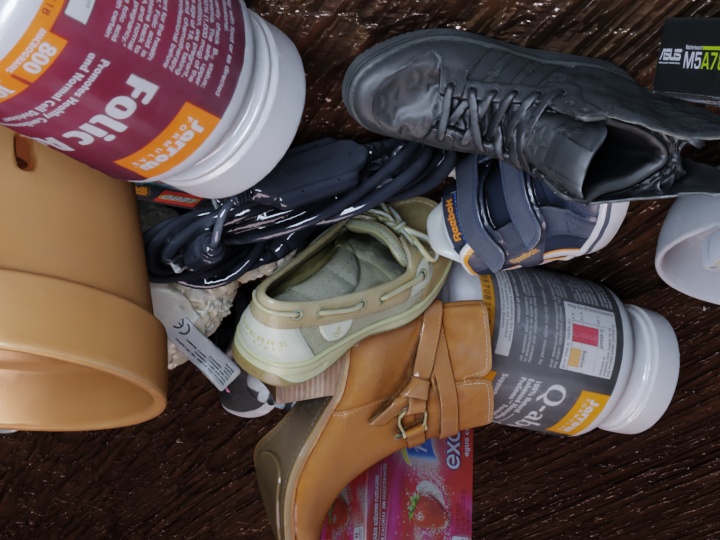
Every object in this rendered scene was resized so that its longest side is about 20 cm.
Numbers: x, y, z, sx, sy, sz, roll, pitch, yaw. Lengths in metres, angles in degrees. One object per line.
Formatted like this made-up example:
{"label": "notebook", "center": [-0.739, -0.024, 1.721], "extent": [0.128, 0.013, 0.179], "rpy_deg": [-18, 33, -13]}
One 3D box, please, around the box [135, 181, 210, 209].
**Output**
{"label": "box", "center": [-0.162, -0.086, 1.096], "extent": [0.199, 0.040, 0.137], "rpy_deg": [10, 163, -20]}

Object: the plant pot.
{"label": "plant pot", "center": [-0.196, -0.002, 1.042], "extent": [0.199, 0.141, 0.200], "rpy_deg": [4, 163, 1]}

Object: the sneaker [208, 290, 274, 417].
{"label": "sneaker", "center": [-0.098, 0.063, 1.553], "extent": [0.099, 0.071, 0.200], "rpy_deg": [15, 156, -22]}

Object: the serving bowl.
{"label": "serving bowl", "center": [0.277, -0.031, 1.168], "extent": [0.199, 0.066, 0.200], "rpy_deg": [3, 163, 1]}

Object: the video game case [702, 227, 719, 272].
{"label": "video game case", "center": [0.311, -0.020, 1.045], "extent": [0.199, 0.023, 0.182], "rpy_deg": [8, 163, -12]}

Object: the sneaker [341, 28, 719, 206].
{"label": "sneaker", "center": [0.096, -0.075, 0.997], "extent": [0.199, 0.060, 0.104], "rpy_deg": [3, -153, -15]}

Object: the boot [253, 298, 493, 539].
{"label": "boot", "center": [0.012, 0.109, 1.284], "extent": [0.154, 0.074, 0.201], "rpy_deg": [-8, 124, -17]}

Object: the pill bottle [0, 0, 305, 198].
{"label": "pill bottle", "center": [-0.122, -0.108, 0.915], "extent": [0.114, 0.115, 0.200], "rpy_deg": [-9, 159, 35]}

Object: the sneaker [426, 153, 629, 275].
{"label": "sneaker", "center": [0.095, -0.039, 1.147], "extent": [0.079, 0.079, 0.200], "rpy_deg": [-5, 167, -15]}

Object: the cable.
{"label": "cable", "center": [-0.032, -0.033, 1.123], "extent": [0.199, 0.051, 0.163], "rpy_deg": [-22, 172, -32]}

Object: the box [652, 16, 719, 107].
{"label": "box", "center": [0.266, -0.084, 0.924], "extent": [0.192, 0.048, 0.200], "rpy_deg": [7, -175, -15]}

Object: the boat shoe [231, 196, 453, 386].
{"label": "boat shoe", "center": [-0.002, -0.001, 1.206], "extent": [0.073, 0.200, 0.063], "rpy_deg": [36, 134, 23]}

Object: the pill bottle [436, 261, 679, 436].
{"label": "pill bottle", "center": [0.124, 0.056, 1.396], "extent": [0.199, 0.117, 0.116], "rpy_deg": [13, 160, -28]}

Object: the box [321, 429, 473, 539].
{"label": "box", "center": [0.025, 0.127, 1.500], "extent": [0.095, 0.201, 0.100], "rpy_deg": [10, 162, -25]}

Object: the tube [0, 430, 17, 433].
{"label": "tube", "center": [-0.212, 0.048, 1.330], "extent": [0.052, 0.058, 0.200], "rpy_deg": [8, -156, 9]}

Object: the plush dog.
{"label": "plush dog", "center": [-0.146, 0.006, 1.283], "extent": [0.199, 0.161, 0.172], "rpy_deg": [7, -171, -5]}

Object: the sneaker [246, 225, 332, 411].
{"label": "sneaker", "center": [-0.028, 0.017, 1.377], "extent": [0.075, 0.116, 0.200], "rpy_deg": [16, -162, -4]}
